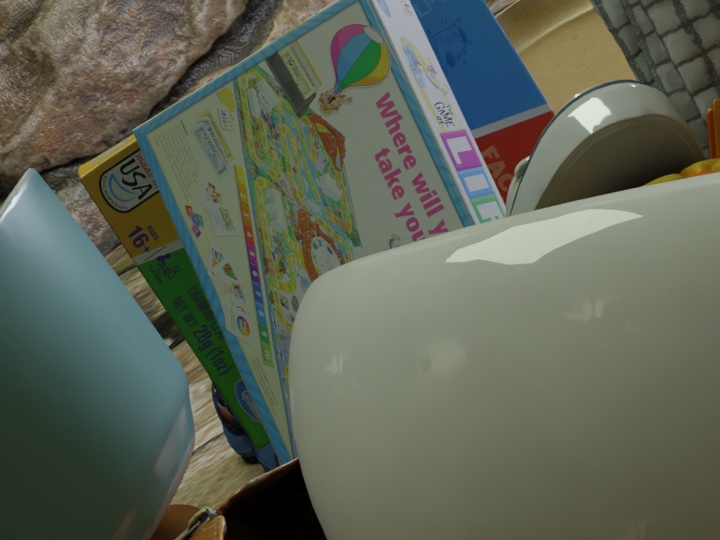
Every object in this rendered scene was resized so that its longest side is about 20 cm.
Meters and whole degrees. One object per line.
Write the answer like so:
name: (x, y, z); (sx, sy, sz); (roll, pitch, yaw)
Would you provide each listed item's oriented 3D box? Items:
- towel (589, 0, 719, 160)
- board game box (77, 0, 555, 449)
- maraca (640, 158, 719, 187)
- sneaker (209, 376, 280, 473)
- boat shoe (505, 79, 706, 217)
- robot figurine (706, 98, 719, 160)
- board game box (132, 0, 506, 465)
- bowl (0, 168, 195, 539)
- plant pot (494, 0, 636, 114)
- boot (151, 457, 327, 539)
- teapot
towel: (0.180, -0.099, 0.808); (0.165, 0.201, 0.086); (-31, 8, 5)
board game box: (-0.007, -0.037, 1.009); (0.199, 0.154, 0.040); (-34, 10, -2)
maraca: (0.100, 0.025, 0.684); (0.198, 0.108, 0.137); (-17, 7, 15)
sneaker: (-0.048, 0.056, 1.180); (0.075, 0.079, 0.200); (-34, 9, -11)
boat shoe: (0.076, -0.013, 0.780); (0.073, 0.066, 0.201); (-16, -31, -10)
robot figurine: (0.212, -0.087, 0.729); (0.198, 0.146, 0.058); (-5, -3, 3)
board game box: (0.000, 0.000, 0.917); (0.134, 0.201, 0.034); (-28, -7, 30)
bowl: (-0.132, 0.076, 0.774); (0.201, 0.105, 0.201); (-53, 10, 13)
plant pot: (0.129, -0.116, 1.177); (0.199, 0.028, 0.200); (-23, 26, 12)
boot: (-0.050, 0.113, 0.768); (0.155, 0.073, 0.201); (-56, 12, 30)
teapot: (0.083, 0.057, 0.522); (0.196, 0.147, 0.200); (-11, -5, -2)
